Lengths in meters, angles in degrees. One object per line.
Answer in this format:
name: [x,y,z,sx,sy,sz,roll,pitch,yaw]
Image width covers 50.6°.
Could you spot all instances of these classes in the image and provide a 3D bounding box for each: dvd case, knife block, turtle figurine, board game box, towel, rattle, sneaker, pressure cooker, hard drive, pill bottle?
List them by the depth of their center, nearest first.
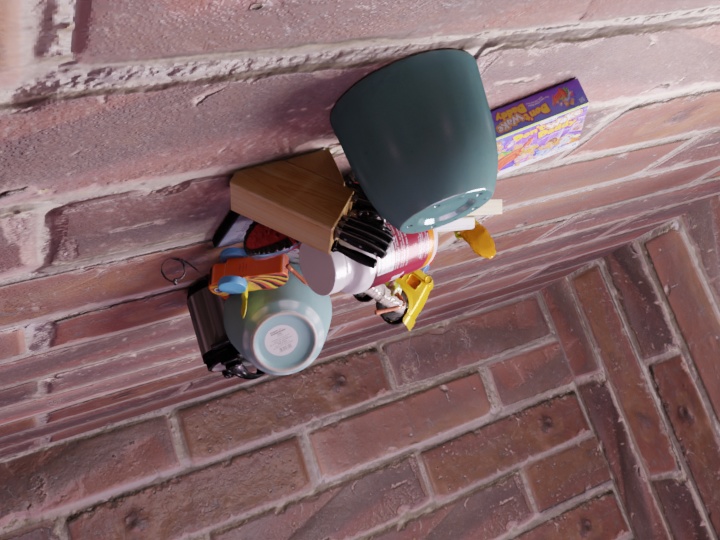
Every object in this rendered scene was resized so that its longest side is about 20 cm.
knife block: [-0.057,-0.065,1.005,0.196,0.178,0.064,-16,153,-17]
pill bottle: [0.011,-0.033,1.116,0.198,0.115,0.113,-20,171,-38]
sneaker: [-0.080,-0.057,1.149,0.197,0.080,0.096,-27,148,-14]
board game box: [0.243,-0.207,1.175,0.196,0.046,0.135,-21,160,2]
dvd case: [-0.126,-0.086,1.212,0.197,0.018,0.142,-13,167,-30]
turtle figurine: [-0.015,-0.019,1.212,0.196,0.163,0.065,16,127,-8]
towel: [0.000,0.000,1.358,0.131,0.200,0.035,32,99,-31]
hard drive: [0.092,-0.081,1.374,0.197,0.027,0.131,-6,-174,-39]
pressure cooker: [-0.234,0.113,1.479,0.173,0.204,0.178,-11,165,-31]
rattle: [0.187,-0.058,1.597,0.199,0.144,0.130,-37,179,38]

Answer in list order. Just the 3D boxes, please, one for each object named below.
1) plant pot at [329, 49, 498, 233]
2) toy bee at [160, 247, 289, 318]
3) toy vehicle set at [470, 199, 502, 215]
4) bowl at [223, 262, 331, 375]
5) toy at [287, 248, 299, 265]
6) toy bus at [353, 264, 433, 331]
plant pot: [0.080,-0.144,0.939,0.197,0.164,0.201,-20,169,-4]
toy bee: [-0.210,0.006,1.266,0.196,0.133,0.109,18,159,11]
toy vehicle set: [0.142,-0.111,1.372,0.197,0.027,0.123,-5,-175,-32]
bowl: [-0.137,0.100,1.322,0.197,0.204,0.105,-19,-153,-6]
toy: [-0.114,-0.037,1.330,0.113,0.048,0.199,14,173,-23]
toy bus: [0.074,0.007,1.697,0.194,0.198,0.136,-55,169,-2]
